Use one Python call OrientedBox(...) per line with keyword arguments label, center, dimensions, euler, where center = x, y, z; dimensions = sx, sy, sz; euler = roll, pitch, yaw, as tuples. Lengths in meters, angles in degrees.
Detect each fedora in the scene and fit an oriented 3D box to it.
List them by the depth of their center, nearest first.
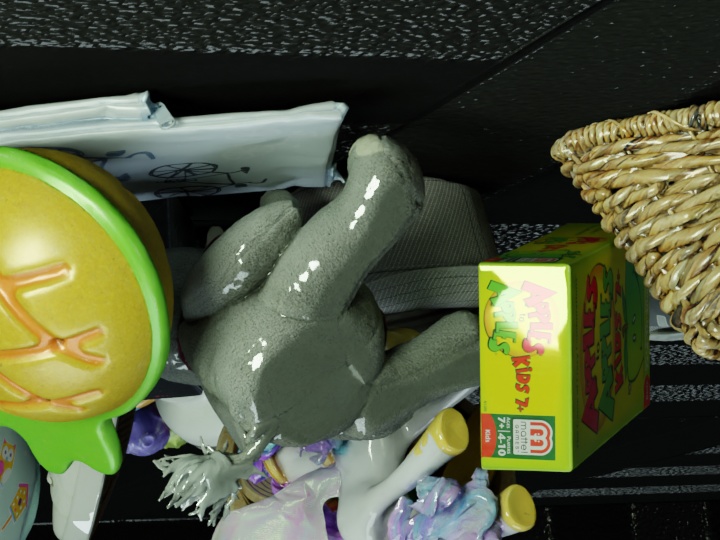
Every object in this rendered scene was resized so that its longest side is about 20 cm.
OrientedBox(label="fedora", center=(0.000, 0.000, 1.532), dimensions=(0.200, 0.091, 0.177), euler=(-20, 164, 39))

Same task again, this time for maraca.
OrientedBox(label="maraca", center=(-0.152, 0.022, 1.293), dimensions=(0.137, 0.107, 0.200), euler=(32, 139, 14))

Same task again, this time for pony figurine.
OrientedBox(label="pony figurine", center=(0.007, 0.128, 1.484), dimensions=(0.166, 0.193, 0.200), euler=(15, 150, -36))

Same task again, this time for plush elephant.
OrientedBox(label="plush elephant", center=(-0.052, 0.021, 1.383), dimensions=(0.155, 0.200, 0.165), euler=(40, 170, 48))

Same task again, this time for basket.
OrientedBox(label="basket", center=(0.221, -0.044, 1.445), dimensions=(0.143, 0.149, 0.200), euler=(-43, 154, 19))

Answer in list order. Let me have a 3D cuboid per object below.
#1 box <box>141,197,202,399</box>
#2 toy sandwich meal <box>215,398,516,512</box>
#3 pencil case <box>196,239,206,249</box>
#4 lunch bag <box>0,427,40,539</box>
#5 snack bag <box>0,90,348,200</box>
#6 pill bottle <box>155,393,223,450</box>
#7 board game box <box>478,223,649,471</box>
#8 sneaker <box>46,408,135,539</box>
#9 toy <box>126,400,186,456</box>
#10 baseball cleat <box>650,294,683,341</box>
OrientedBox(label="box", center=(-0.193, 0.020, 1.527), dimensions=(0.200, 0.106, 0.122), euler=(-5, 170, 3))
OrientedBox(label="toy sandwich meal", center=(0.008, 0.102, 1.673), dimensions=(0.205, 0.205, 0.070), euler=(-2, 132, -11))
OrientedBox(label="pencil case", center=(-0.023, 0.018, 1.648), dimensions=(0.200, 0.093, 0.085), euler=(-4, -154, -3))
OrientedBox(label="lunch bag", center=(-0.276, 0.102, 1.698), dimensions=(0.122, 0.200, 0.170), euler=(-6, 171, 14))
OrientedBox(label="snack bag", center=(-0.104, -0.059, 1.355), dimensions=(0.200, 0.021, 0.189), euler=(-5, 171, -3))
OrientedBox(label="pill bottle", center=(-0.065, 0.077, 1.804), dimensions=(0.111, 0.111, 0.200), euler=(-11, 148, 37))
OrientedBox(label="board game box", center=(0.108, 0.036, 1.416), dimensions=(0.048, 0.102, 0.200), euler=(1, -173, 17))
OrientedBox(label="sneaker", center=(-0.184, 0.077, 1.705), dimensions=(0.084, 0.200, 0.073), euler=(12, -157, 4))
OrientedBox(label="toy", center=(-0.120, 0.090, 1.890), dimensions=(0.200, 0.047, 0.115), euler=(-30, 172, -23))
OrientedBox(label="baseball cleat", center=(0.205, 0.005, 1.703), dimensions=(0.106, 0.070, 0.200), euler=(17, 170, -36))
